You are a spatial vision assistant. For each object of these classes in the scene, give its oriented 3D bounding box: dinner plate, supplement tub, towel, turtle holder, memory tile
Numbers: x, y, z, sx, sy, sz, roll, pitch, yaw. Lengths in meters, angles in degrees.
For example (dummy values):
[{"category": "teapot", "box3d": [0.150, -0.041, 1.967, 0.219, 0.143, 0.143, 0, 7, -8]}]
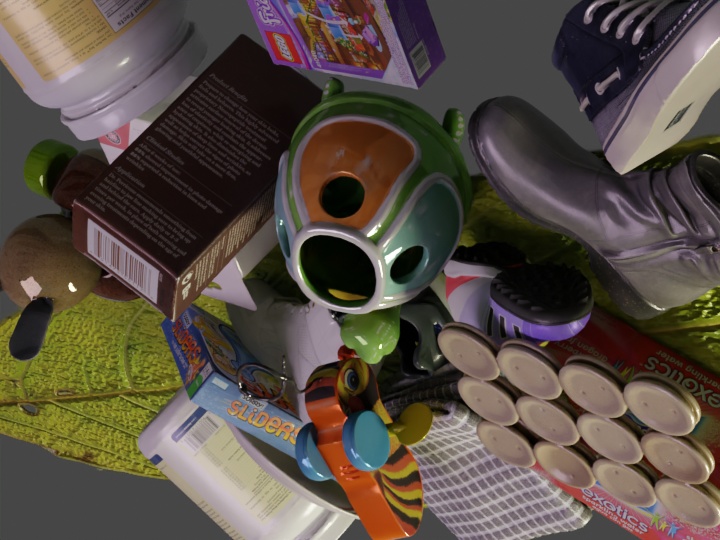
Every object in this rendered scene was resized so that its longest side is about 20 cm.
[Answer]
[{"category": "dinner plate", "box3d": [-0.058, 0.158, 1.520, 0.200, 0.024, 0.200, 36, -167, -10]}, {"category": "supplement tub", "box3d": [-0.218, -0.212, 1.263, 0.145, 0.145, 0.200, -3, 129, 52]}, {"category": "towel", "box3d": [0.099, 0.151, 1.430, 0.166, 0.086, 0.200, 46, 151, -10]}, {"category": "supplement tub", "box3d": [-0.098, 0.181, 1.648, 0.200, 0.145, 0.145, 44, 151, -4]}, {"category": "turtle holder", "box3d": [-0.003, -0.031, 1.215, 0.140, 0.132, 0.186, 28, 137, -5]}, {"category": "memory tile", "box3d": [0.149, 0.102, 1.159, 0.199, 0.017, 0.154, 14, 144, 37]}]

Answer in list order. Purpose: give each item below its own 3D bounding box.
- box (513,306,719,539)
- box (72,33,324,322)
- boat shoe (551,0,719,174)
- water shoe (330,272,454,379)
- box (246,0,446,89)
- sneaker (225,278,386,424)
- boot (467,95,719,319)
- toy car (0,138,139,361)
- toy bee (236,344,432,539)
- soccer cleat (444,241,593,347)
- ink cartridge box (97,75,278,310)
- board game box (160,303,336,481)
[{"category": "box", "box3d": [0.212, 0.125, 1.241, 0.200, 0.100, 0.096, 31, 150, 20]}, {"category": "box", "box3d": [-0.112, -0.071, 1.269, 0.100, 0.200, 0.075, 36, 153, 10]}, {"category": "boat shoe", "box3d": [0.159, -0.131, 0.960, 0.093, 0.074, 0.200, 57, 160, 11]}, {"category": "water shoe", "box3d": [0.000, 0.000, 1.352, 0.200, 0.079, 0.072, 41, 151, 1]}, {"category": "box", "box3d": [-0.032, -0.218, 1.138, 0.136, 0.039, 0.201, 15, 142, 38]}, {"category": "sneaker", "box3d": [-0.039, 0.041, 1.479, 0.200, 0.073, 0.116, 48, 124, 40]}, {"category": "boot", "box3d": [0.173, -0.055, 1.094, 0.200, 0.070, 0.131, 39, 150, -18]}, {"category": "toy car", "box3d": [-0.268, 0.002, 1.556, 0.164, 0.200, 0.158, 21, 145, 33]}, {"category": "toy bee", "box3d": [-0.001, 0.113, 1.360, 0.130, 0.109, 0.201, 4, 133, 24]}, {"category": "soccer cleat", "box3d": [0.110, 0.030, 1.202, 0.200, 0.068, 0.074, -150, 53, -70]}, {"category": "ink cartridge box", "box3d": [-0.138, -0.068, 1.441, 0.116, 0.068, 0.201, 17, 141, 38]}, {"category": "board game box", "box3d": [-0.075, 0.112, 1.503, 0.200, 0.035, 0.135, 32, -167, -30]}]
